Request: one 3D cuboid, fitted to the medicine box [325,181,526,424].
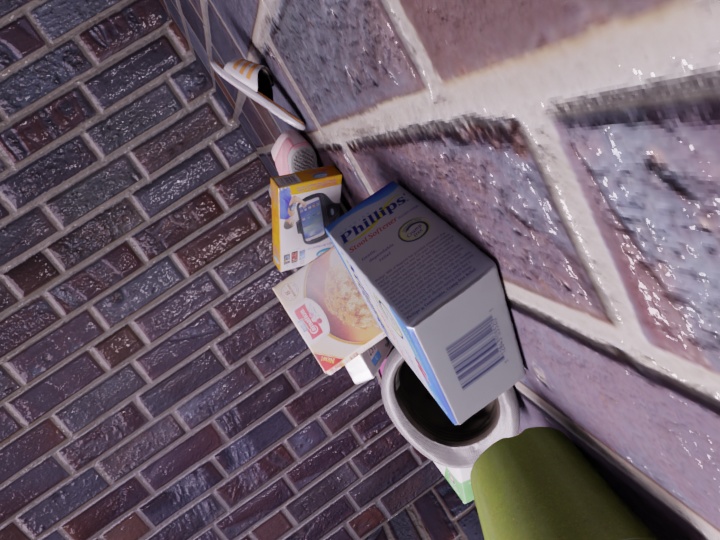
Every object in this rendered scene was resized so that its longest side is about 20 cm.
[{"bbox_3d":[0.071,0.032,0.604,0.200,0.102,0.183,49,170,49],"label":"medicine box"}]

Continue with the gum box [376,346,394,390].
[{"bbox_3d":[0.045,0.169,1.260,0.114,0.065,0.202,88,161,-75],"label":"gum box"}]

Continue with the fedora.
[{"bbox_3d":[0.124,0.161,0.754,0.200,0.176,0.090,49,-155,-5],"label":"fedora"}]

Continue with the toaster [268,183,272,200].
[{"bbox_3d":[-0.189,-0.188,1.563,0.201,0.113,0.129,56,171,25],"label":"toaster"}]

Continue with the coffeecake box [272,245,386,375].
[{"bbox_3d":[-0.010,0.040,0.843,0.154,0.199,0.073,55,174,13],"label":"coffeecake box"}]

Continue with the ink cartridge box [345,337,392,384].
[{"bbox_3d":[-0.004,0.084,1.010,0.177,0.044,0.200,60,-154,-9],"label":"ink cartridge box"}]

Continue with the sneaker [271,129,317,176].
[{"bbox_3d":[-0.130,-0.189,1.093,0.105,0.075,0.202,55,153,37],"label":"sneaker"}]

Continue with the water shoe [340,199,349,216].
[{"bbox_3d":[-0.021,-0.075,1.068,0.201,0.071,0.079,61,-164,-5],"label":"water shoe"}]

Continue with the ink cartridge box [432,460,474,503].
[{"bbox_3d":[0.161,0.255,0.917,0.145,0.087,0.202,-139,31,-66],"label":"ink cartridge box"}]

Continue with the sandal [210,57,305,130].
[{"bbox_3d":[-0.168,-0.323,0.957,0.206,0.060,0.079,36,-172,7],"label":"sandal"}]

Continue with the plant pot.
[{"bbox_3d":[0.200,0.268,0.541,0.201,0.198,0.191,61,-174,-37],"label":"plant pot"}]

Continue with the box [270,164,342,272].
[{"bbox_3d":[-0.096,-0.081,0.965,0.042,0.118,0.202,49,146,42],"label":"box"}]
